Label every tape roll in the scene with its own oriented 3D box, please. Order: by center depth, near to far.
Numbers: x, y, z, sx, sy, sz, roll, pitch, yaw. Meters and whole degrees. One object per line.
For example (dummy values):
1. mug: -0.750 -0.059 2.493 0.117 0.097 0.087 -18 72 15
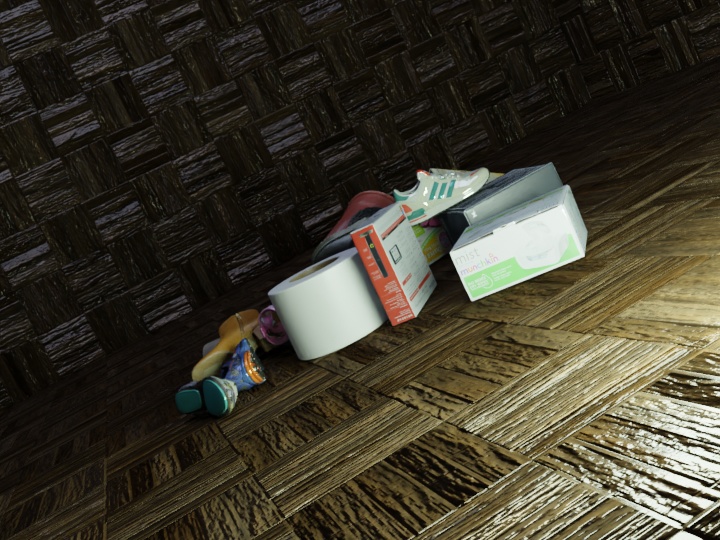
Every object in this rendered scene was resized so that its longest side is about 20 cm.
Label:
1. tape roll: -0.058 0.060 1.594 0.201 0.140 0.203 -26 8 4

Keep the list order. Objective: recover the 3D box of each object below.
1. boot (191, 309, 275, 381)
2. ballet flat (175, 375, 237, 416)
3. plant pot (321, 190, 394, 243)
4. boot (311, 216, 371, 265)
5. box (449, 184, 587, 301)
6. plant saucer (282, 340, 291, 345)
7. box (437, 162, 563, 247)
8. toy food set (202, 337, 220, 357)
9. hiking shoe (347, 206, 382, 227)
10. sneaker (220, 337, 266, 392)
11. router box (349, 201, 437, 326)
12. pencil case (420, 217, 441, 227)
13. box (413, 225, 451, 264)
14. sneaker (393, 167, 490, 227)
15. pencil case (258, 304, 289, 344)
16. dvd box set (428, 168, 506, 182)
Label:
1. boot: -0.276 0.157 1.765 0.200 0.071 0.144 -28 29 -18
2. ballet flat: -0.256 0.217 1.486 0.072 0.073 0.199 -31 10 -36
3. plant pot: 0.003 -0.065 2.101 0.199 0.202 0.195 -20 17 40
4. boot: -0.002 0.000 1.759 0.181 0.201 0.072 -35 -37 13
5. box: 0.266 -0.050 1.409 0.198 0.098 0.176 -23 9 20
6. plant saucer: -0.095 0.111 1.807 0.198 0.028 0.200 -25 8 4
7. box: 0.278 -0.107 1.651 0.198 0.124 0.198 -29 7 -7
8. toy food set: -0.249 0.157 1.940 0.142 0.061 0.199 -22 0 32
9. hiking shoe: -0.003 -0.063 1.950 0.200 0.075 0.101 -47 -25 -27
10. sneaker: -0.230 0.183 1.605 0.078 0.076 0.200 -30 6 -5
11. router box: 0.065 -0.018 1.548 0.048 0.181 0.200 -22 8 21
12. pencil case: 0.218 -0.131 1.867 0.197 0.094 0.091 2 41 -17
13. box: 0.108 -0.054 1.903 0.199 0.113 0.101 -32 8 -42
14. sneaker: 0.156 -0.167 1.669 0.198 0.094 0.070 -29 8 7
15. pencil case: -0.128 0.077 1.741 0.200 0.082 0.087 -38 -30 -55
16. dvd box set: 0.258 -0.174 1.822 0.197 0.030 0.147 2 29 -16
